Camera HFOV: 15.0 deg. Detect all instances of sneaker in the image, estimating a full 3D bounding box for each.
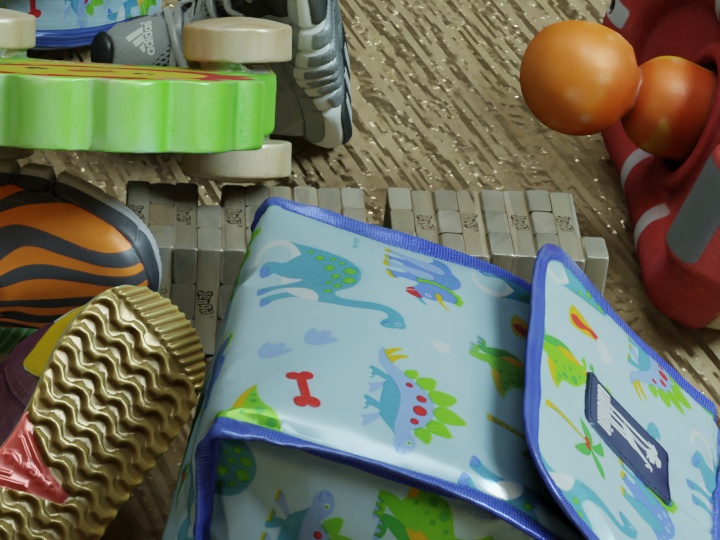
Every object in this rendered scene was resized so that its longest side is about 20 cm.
[{"bbox_3d":[-0.182,0.013,1.062,0.199,0.078,0.112,5,37,16],"label":"sneaker"},{"bbox_3d":[-0.066,-0.108,1.211,0.115,0.200,0.075,-4,63,3],"label":"sneaker"},{"bbox_3d":[-0.136,0.092,0.987,0.075,0.090,0.200,48,61,-8],"label":"sneaker"}]

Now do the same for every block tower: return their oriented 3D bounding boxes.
[{"bbox_3d":[0.000,0.000,1.150,0.199,0.054,0.058,3,33,-5],"label":"block tower"}]

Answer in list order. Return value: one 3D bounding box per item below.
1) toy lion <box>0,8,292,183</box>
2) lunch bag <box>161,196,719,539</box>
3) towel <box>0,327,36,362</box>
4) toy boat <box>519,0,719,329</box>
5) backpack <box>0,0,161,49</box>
[{"bbox_3d":[-0.124,-0.068,1.090,0.199,0.069,0.192,5,7,23],"label":"toy lion"},{"bbox_3d":[0.037,0.074,0.988,0.199,0.128,0.170,18,30,-4],"label":"lunch bag"},{"bbox_3d":[-0.205,0.032,1.102,0.152,0.024,0.200,14,34,12],"label":"towel"},{"bbox_3d":[0.131,-0.073,1.195,0.130,0.131,0.200,19,29,-14],"label":"toy boat"},{"bbox_3d":[-0.174,-0.186,1.309,0.182,0.148,0.200,18,15,21],"label":"backpack"}]
